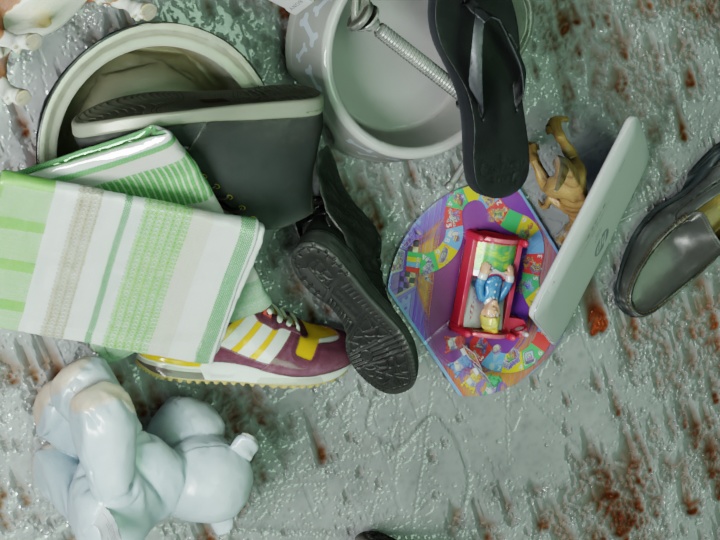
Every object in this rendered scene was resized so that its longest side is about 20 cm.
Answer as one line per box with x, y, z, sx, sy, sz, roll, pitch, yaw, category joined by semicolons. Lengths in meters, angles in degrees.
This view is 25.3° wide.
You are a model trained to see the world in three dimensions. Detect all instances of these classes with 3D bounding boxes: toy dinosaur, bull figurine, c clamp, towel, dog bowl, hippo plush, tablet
0.181;-0.084;1.412;0.060;0.107;0.200;-29;155;2;toy dinosaur
-0.229;-0.216;1.217;0.199;0.122;0.065;-39;143;-3;bull figurine
0.063;-0.190;1.308;0.200;0.027;0.171;40;85;-27;c clamp
-0.186;-0.003;1.212;0.198;0.031;0.150;12;128;-17;towel
0.038;-0.185;1.346;0.198;0.059;0.202;-6;106;-22;dog bowl
-0.161;0.150;1.293;0.159;0.200;0.161;-7;128;-30;hippo plush
0.210;-0.033;1.450;0.201;0.014;0.130;-62;160;-5;tablet
-0.169;-0.100;1.285;0.198;0.074;0.203;-6;104;-23;dog bowl
-0.172;-0.017;1.229;0.151;0.024;0.201;-18;132;8;towel

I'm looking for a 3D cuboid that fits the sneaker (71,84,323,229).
-0.121;-0.080;1.229;0.198;0.075;0.107;-6;110;-20;sneaker

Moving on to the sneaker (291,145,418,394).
-0.002;0.001;1.370;0.060;0.105;0.201;-23;115;26;sneaker

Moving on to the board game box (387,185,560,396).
0.123;0.021;1.461;0.158;0.039;0.201;-39;115;-11;board game box

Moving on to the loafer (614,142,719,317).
0.317;-0.036;1.516;0.073;0.072;0.201;38;86;-27;loafer

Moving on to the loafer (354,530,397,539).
0.059;0.314;1.483;0.200;0.073;0.071;42;83;-26;loafer

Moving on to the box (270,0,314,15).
-0.080;-0.320;1.250;0.143;0.036;0.202;22;71;-25;box

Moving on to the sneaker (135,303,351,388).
-0.090;0.045;1.354;0.198;0.075;0.091;1;107;-25;sneaker

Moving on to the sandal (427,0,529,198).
0.108;-0.158;1.303;0.076;0.043;0.202;-23;110;-23;sandal

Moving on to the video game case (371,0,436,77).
0.043;-0.288;1.366;0.142;0.019;0.201;-34;114;-14;video game case
